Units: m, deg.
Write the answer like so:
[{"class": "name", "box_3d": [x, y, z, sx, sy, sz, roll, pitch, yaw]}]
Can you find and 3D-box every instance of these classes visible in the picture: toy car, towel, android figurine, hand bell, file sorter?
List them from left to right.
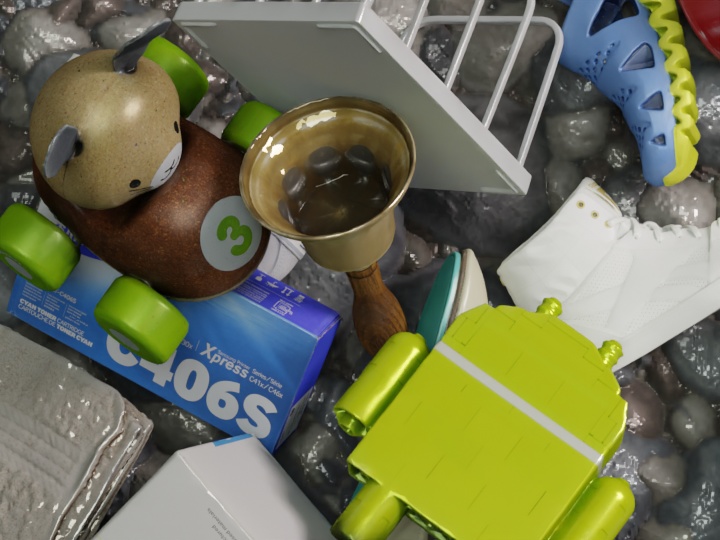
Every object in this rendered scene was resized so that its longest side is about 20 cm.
[{"class": "towel", "box_3d": [-0.232, 0.106, 1.377, 0.199, 0.034, 0.133, 24, 80, 32]}, {"class": "toy car", "box_3d": [-0.129, -0.068, 1.261, 0.157, 0.200, 0.165, 33, 76, 11]}, {"class": "hand bell", "box_3d": [0.000, 0.000, 1.324, 0.103, 0.201, 0.105, -7, 52, 9]}, {"class": "file sorter", "box_3d": [0.016, -0.149, 1.319, 0.138, 0.200, 0.125, 6, 67, 38]}, {"class": "android figurine", "box_3d": [0.077, 0.103, 1.296, 0.182, 0.041, 0.200, 33, 72, 15]}]

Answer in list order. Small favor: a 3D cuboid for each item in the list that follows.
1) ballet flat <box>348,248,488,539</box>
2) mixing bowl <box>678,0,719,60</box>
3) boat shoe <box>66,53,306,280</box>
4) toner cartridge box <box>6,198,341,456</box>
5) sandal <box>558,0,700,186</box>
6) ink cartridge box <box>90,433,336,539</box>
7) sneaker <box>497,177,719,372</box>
[{"class": "ballet flat", "box_3d": [0.050, 0.088, 1.374, 0.069, 0.069, 0.201, 21, 86, 9]}, {"class": "mixing bowl", "box_3d": [0.279, -0.227, 1.342, 0.108, 0.200, 0.202, -9, 79, -22]}, {"class": "boat shoe", "box_3d": [-0.123, -0.059, 1.412, 0.200, 0.072, 0.069, 39, 86, 1]}, {"class": "toner cartridge box", "box_3d": [-0.119, 0.027, 1.385, 0.199, 0.043, 0.095, 27, 117, 10]}, {"class": "sandal", "box_3d": [0.162, -0.143, 1.385, 0.086, 0.080, 0.201, -14, 69, 6]}, {"class": "ink cartridge box", "box_3d": [-0.114, 0.214, 1.319, 0.200, 0.128, 0.125, -46, 79, 13]}, {"class": "sneaker", "box_3d": [0.183, -0.018, 1.364, 0.199, 0.074, 0.116, -30, 82, 2]}]
